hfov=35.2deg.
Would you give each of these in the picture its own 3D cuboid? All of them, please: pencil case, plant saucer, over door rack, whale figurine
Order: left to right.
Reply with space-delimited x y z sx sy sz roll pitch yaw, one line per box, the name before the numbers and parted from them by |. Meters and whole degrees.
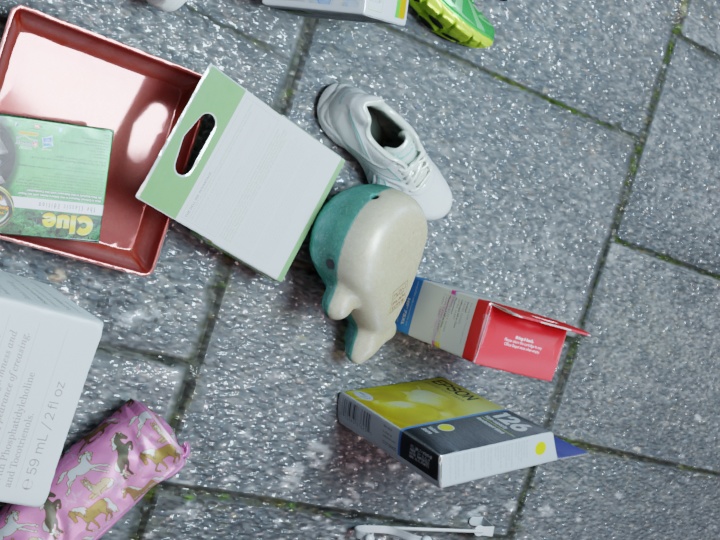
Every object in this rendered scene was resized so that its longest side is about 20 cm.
plant saucer | -0.256 -0.114 1.036 0.199 0.037 0.200 17 91 -34
pencil case | -0.259 0.212 1.084 0.200 0.083 0.087 -43 119 -17
whale figurine | 0.000 0.000 1.200 0.159 0.104 0.200 -41 145 -40
over door rack | 0.074 0.372 1.340 0.200 0.067 0.148 5 99 -33

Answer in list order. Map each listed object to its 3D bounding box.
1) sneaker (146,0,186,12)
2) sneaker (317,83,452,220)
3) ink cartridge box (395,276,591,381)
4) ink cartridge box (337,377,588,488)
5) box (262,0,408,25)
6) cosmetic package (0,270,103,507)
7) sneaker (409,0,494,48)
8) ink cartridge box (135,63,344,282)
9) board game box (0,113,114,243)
sneaker | -0.120 -0.311 1.059 0.088 0.075 0.200 41 78 -44
sneaker | 0.038 -0.116 1.195 0.200 0.080 0.070 43 76 -33
ink cartridge box | 0.137 0.064 1.226 0.116 0.200 0.067 15 93 -33
ink cartridge box | 0.110 0.166 1.236 0.200 0.198 0.047 -8 106 -31
box | -0.011 -0.341 1.071 0.101 0.112 0.201 -12 111 -65
cosmetic package | -0.353 0.079 0.943 0.200 0.166 0.168 17 92 -33
sneaker | 0.083 -0.306 1.180 0.200 0.074 0.084 40 83 -32
ink cartridge box | -0.120 -0.093 1.103 0.200 0.048 0.146 32 84 -42
board game box | -0.315 -0.084 0.971 0.200 0.023 0.105 6 96 -32
